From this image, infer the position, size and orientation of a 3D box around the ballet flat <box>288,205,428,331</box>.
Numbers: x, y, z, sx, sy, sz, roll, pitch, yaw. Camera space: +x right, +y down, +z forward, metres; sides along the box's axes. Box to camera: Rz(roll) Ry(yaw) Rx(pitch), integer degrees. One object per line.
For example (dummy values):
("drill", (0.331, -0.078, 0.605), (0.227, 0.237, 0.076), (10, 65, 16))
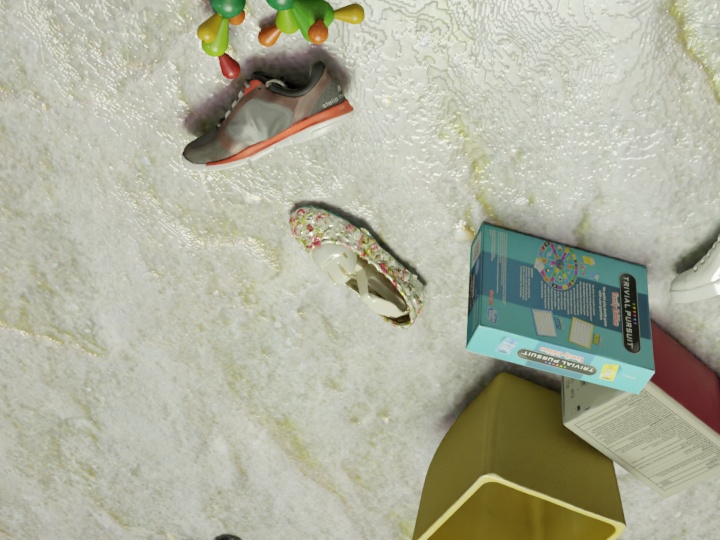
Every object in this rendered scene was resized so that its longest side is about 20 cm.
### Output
("ballet flat", (0.000, 0.000, 1.473), (0.199, 0.064, 0.075), (34, 131, -25))

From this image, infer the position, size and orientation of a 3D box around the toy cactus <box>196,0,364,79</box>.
("toy cactus", (-0.092, -0.267, 1.198), (0.199, 0.103, 0.165), (-21, 121, 38))

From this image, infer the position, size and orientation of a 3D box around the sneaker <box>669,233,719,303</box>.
("sneaker", (0.407, -0.032, 1.400), (0.199, 0.073, 0.085), (-30, 92, 42))

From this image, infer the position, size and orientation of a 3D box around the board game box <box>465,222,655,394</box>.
("board game box", (0.217, 0.041, 1.423), (0.198, 0.152, 0.047), (15, 137, -8))

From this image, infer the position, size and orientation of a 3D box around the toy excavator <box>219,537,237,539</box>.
("toy excavator", (-0.233, 0.509, 2.022), (0.193, 0.101, 0.200), (-11, 142, 20))

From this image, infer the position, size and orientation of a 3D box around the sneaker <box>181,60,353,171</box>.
("sneaker", (-0.103, -0.162, 1.331), (0.199, 0.077, 0.082), (-17, 105, 22))

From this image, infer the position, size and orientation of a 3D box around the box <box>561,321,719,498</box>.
("box", (0.352, 0.164, 1.564), (0.199, 0.110, 0.128), (36, 129, -27))

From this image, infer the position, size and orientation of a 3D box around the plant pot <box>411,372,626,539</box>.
("plant pot", (0.191, 0.247, 1.605), (0.194, 0.201, 0.195), (21, 135, -16))
